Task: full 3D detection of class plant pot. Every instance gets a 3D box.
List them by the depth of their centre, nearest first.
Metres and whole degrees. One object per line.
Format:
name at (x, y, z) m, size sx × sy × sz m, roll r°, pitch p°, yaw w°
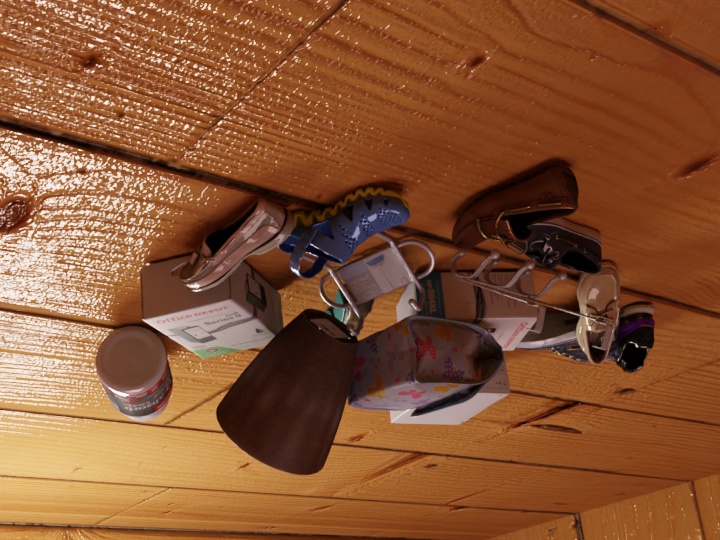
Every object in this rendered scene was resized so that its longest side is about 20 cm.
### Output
plant pot at (-0.089, 0.166, 1.568) m, size 0.186 × 0.187 × 0.201 m, roll 16°, pitch 111°, yaw -40°

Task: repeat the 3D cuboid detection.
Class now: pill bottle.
pill bottle at (-0.375, 0.180, 1.770) m, size 0.114 × 0.117 × 0.200 m, roll -3°, pitch 157°, yaw -6°

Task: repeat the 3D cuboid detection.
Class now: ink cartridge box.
ink cartridge box at (-0.217, 0.052, 1.557) m, size 0.144 × 0.085 × 0.200 m, roll -13°, pitch 156°, yaw 15°
ink cartridge box at (0.168, 0.067, 1.683) m, size 0.197 × 0.085 × 0.146 m, roll 0°, pitch 155°, yaw -10°

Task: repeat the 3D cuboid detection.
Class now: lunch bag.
lunch bag at (0.102, 0.152, 1.606) m, size 0.198 × 0.129 × 0.169 m, roll 8°, pitch 157°, yaw -39°

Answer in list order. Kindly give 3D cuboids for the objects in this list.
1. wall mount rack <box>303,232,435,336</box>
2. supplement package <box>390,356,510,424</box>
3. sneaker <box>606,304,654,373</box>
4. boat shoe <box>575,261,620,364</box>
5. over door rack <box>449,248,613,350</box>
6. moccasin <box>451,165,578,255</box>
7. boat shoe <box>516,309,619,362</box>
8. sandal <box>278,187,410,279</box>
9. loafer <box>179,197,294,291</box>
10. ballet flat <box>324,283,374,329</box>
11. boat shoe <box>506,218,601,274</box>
wall mount rack at (0.000, 0.000, 1.512) m, size 0.199 × 0.075 × 0.175 m, roll -23°, pitch 113°, yaw 28°
supplement package at (0.159, 0.206, 1.963) m, size 0.154 × 0.112 × 0.200 m, roll 5°, pitch 154°, yaw -23°
sneaker at (0.470, 0.142, 1.902) m, size 0.069 × 0.101 × 0.200 m, roll 2°, pitch 155°, yaw -12°
boat shoe at (0.389, 0.070, 1.708) m, size 0.071 × 0.065 × 0.201 m, roll -6°, pitch 135°, yaw -3°
over door rack at (0.232, 0.027, 1.405) m, size 0.147 × 0.200 × 0.067 m, roll 15°, pitch 105°, yaw -36°
moccasin at (0.204, -0.067, 1.394) m, size 0.200 × 0.079 × 0.073 m, roll -22°, pitch 155°, yaw 36°
boat shoe at (0.356, 0.124, 1.836) m, size 0.198 × 0.071 × 0.092 m, roll -10°, pitch 128°, yaw 5°
sandal at (-0.024, -0.045, 1.381) m, size 0.198 × 0.088 × 0.079 m, roll -19°, pitch 146°, yaw 24°
loafer at (-0.177, -0.040, 1.398) m, size 0.199 × 0.072 × 0.063 m, roll -29°, pitch 132°, yaw 29°
ballet flat at (-0.019, 0.074, 1.687) m, size 0.070 × 0.071 × 0.200 m, roll 0°, pitch 155°, yaw -14°
boat shoe at (0.273, -0.032, 1.506) m, size 0.199 × 0.067 × 0.070 m, roll 14°, pitch 150°, yaw -38°
